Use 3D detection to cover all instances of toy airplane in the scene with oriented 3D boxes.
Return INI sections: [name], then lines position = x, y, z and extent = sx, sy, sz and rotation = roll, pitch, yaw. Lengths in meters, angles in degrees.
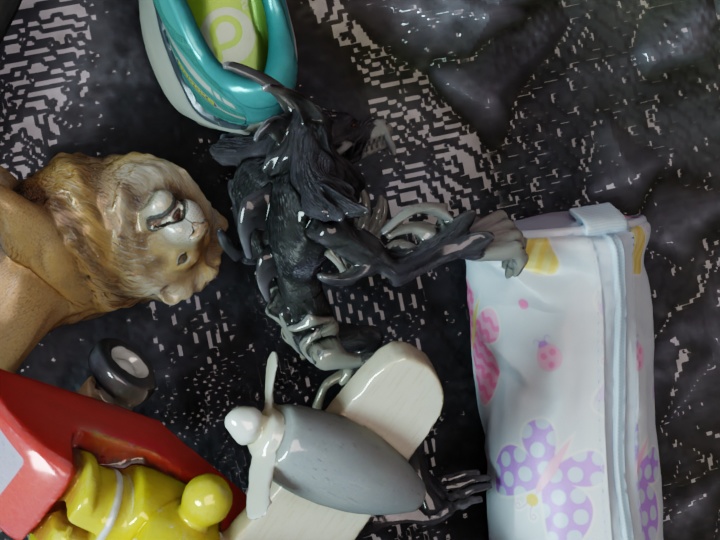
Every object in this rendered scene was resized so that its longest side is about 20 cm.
[toy airplane]
position = -0.057, 0.128, 0.857
extent = 0.198, 0.141, 0.201
rotation = -5, 109, 8

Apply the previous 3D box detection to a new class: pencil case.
[pencil case]
position = 0.091, 0.073, 0.948
extent = 0.083, 0.091, 0.202
rotation = -5, 91, -13

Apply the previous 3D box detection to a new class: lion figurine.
[lion figurine]
position = -0.153, 0.019, 0.901
extent = 0.200, 0.072, 0.122
rotation = -47, 121, -4

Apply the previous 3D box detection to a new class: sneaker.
[sneaker]
position = -0.070, -0.155, 0.916
extent = 0.077, 0.080, 0.201
rotation = -24, 95, -11

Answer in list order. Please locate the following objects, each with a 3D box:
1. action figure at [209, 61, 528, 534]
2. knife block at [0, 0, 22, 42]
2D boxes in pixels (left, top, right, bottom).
[action figure]
position = 0.000, 0.000, 0.904
extent = 0.102, 0.119, 0.201
rotation = -26, 121, -29
[knife block]
position = -0.185, -0.054, 0.837
extent = 0.175, 0.201, 0.064
rotation = -34, 140, 6
